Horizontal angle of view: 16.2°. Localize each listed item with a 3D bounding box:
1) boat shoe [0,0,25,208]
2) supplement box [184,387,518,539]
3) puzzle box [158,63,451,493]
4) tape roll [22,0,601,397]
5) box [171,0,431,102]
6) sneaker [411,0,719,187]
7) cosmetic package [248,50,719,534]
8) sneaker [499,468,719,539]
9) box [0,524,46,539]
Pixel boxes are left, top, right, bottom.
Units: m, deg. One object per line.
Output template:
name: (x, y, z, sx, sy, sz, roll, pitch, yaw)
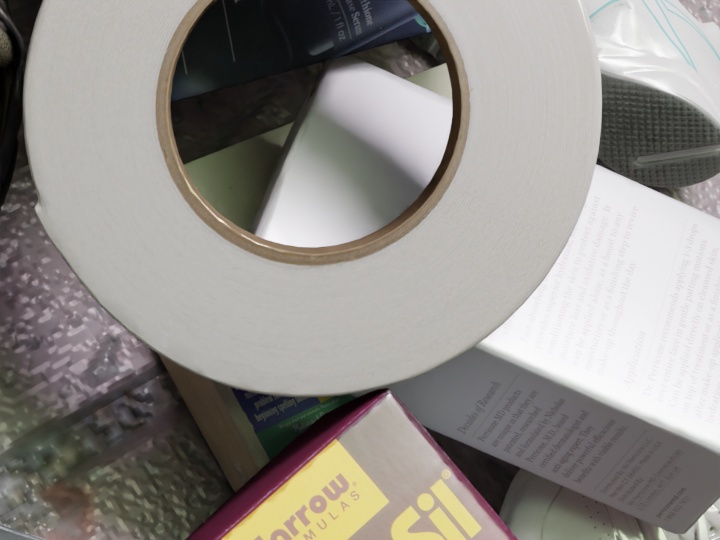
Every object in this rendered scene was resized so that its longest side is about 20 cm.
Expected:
boat shoe: (-0.155, -0.080, 0.931, 0.072, 0.065, 0.200, 12, 61, -26)
supplement box: (0.024, 0.154, 0.898, 0.110, 0.086, 0.200, -41, 92, -18)
puzzle box: (0.000, 0.000, 1.018, 0.200, 0.025, 0.133, -23, 82, -38)
tape roll: (-0.017, -0.056, 0.876, 0.203, 0.037, 0.203, 0, 95, -3)
box: (-0.015, -0.168, 0.951, 0.200, 0.107, 0.148, -17, 120, -11)
sneaker: (0.084, -0.116, 1.110, 0.200, 0.070, 0.080, 34, 46, -23)
cosmetic package: (0.056, 0.010, 0.959, 0.200, 0.071, 0.101, 24, 56, -5)
sneaker: (0.137, 0.085, 1.016, 0.200, 0.100, 0.075, -21, 85, -37)
box: (-0.057, 0.186, 0.809, 0.200, 0.044, 0.160, 19, 81, -8)
